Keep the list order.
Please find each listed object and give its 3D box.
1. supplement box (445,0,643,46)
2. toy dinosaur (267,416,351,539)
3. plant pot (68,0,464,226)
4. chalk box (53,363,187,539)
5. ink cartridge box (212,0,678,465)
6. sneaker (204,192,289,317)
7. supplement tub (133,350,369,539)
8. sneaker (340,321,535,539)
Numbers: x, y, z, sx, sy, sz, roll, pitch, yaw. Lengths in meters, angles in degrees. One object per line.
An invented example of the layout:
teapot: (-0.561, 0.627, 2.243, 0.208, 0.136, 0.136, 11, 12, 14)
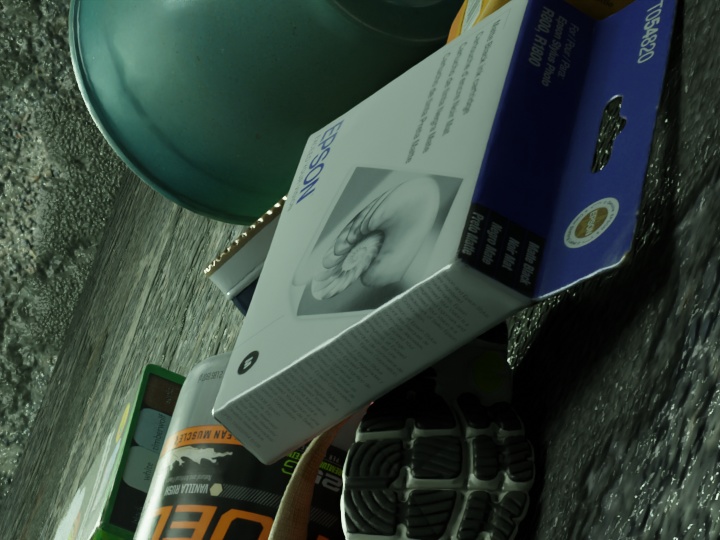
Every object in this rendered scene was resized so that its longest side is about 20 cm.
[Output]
supplement box: (0.103, -0.148, 1.099, 0.069, 0.066, 0.200, -76, 13, -47)
toy dinosaur: (-0.042, 0.159, 1.040, 0.058, 0.101, 0.201, -24, 66, 59)
plant pot: (-0.029, -0.150, 1.351, 0.188, 0.200, 0.201, -31, 37, 52)
chalk box: (-0.091, 0.145, 1.354, 0.125, 0.124, 0.200, -78, 15, -46)
ink cartridge box: (0.037, -0.034, 1.035, 0.200, 0.041, 0.200, -31, 26, 33)
sneaker: (0.027, -0.022, 1.271, 0.200, 0.109, 0.070, -40, 0, -17)
supplement tub: (-0.049, 0.147, 1.132, 0.123, 0.122, 0.201, 131, 158, -61)
sneaker: (0.033, 0.086, 1.035, 0.200, 0.077, 0.085, -79, -5, -55)
